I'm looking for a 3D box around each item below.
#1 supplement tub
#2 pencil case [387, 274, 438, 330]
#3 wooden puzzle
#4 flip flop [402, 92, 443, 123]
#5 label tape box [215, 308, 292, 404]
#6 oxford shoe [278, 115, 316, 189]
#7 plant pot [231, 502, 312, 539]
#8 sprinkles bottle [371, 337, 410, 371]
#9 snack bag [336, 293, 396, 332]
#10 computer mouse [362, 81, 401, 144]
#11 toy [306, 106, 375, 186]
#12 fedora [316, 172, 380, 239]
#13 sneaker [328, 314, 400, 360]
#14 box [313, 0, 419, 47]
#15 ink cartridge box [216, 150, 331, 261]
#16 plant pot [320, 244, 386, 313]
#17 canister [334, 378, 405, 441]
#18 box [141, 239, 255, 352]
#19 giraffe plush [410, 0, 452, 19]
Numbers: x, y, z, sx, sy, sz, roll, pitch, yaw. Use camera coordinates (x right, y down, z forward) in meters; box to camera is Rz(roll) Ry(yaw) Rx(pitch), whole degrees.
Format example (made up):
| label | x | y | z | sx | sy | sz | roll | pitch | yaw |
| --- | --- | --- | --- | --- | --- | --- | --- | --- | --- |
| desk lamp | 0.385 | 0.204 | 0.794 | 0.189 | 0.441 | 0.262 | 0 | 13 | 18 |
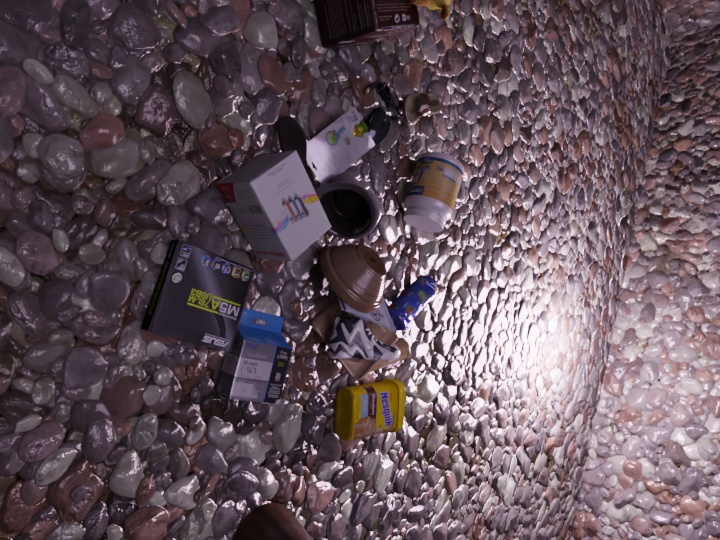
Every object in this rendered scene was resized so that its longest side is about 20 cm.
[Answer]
| label | x | y | z | sx | sy | sz | roll | pitch | yaw |
| --- | --- | --- | --- | --- | --- | --- | --- | --- | --- |
| supplement tub | 0.212 | -0.229 | 1.621 | 0.144 | 0.144 | 0.202 | 30 | 73 | -42 |
| pencil case | 0.151 | 0.098 | 1.638 | 0.087 | 0.078 | 0.200 | 49 | 57 | -2 |
| wooden puzzle | -0.018 | 0.163 | 1.477 | 0.200 | 0.046 | 0.185 | 50 | 57 | -5 |
| flip flop | 0.191 | -0.487 | 1.636 | 0.199 | 0.057 | 0.082 | -25 | 111 | -40 |
| label tape box | -0.237 | 0.199 | 1.281 | 0.143 | 0.063 | 0.202 | 19 | 81 | -44 |
| oxford shoe | -0.165 | -0.265 | 1.311 | 0.071 | 0.071 | 0.202 | -9 | 84 | -37 |
| plant pot | -0.175 | 0.676 | 1.294 | 0.186 | 0.199 | 0.189 | -5 | 97 | -44 |
| sprinkles bottle | 0.055 | 0.244 | 1.568 | 0.199 | 0.068 | 0.069 | -11 | 102 | -44 |
| snack bag | 0.001 | 0.062 | 1.446 | 0.199 | 0.021 | 0.190 | 27 | 31 | -41 |
| computer mouse | 0.043 | -0.426 | 1.505 | 0.200 | 0.046 | 0.141 | -49 | 126 | -29 |
| toy | -0.062 | -0.315 | 1.409 | 0.200 | 0.047 | 0.116 | -42 | 116 | -21 |
| fedora | -0.034 | -0.173 | 1.392 | 0.201 | 0.175 | 0.091 | 67 | 22 | -45 |
| sneaker | 0.013 | 0.163 | 1.418 | 0.197 | 0.079 | 0.131 | 5 | 79 | -17 |
| box | 0.012 | -0.653 | 1.346 | 0.165 | 0.199 | 0.166 | -26 | 111 | -39 |
| ink cartridge box | -0.190 | -0.142 | 1.237 | 0.145 | 0.144 | 0.201 | -43 | 122 | -33 |
| plant pot | 0.000 | 0.000 | 1.398 | 0.200 | 0.093 | 0.202 | 38 | 25 | -21 |
| canister | 0.027 | 0.388 | 1.544 | 0.199 | 0.086 | 0.150 | 2 | 92 | -43 |
| box | -0.340 | 0.059 | 1.180 | 0.199 | 0.047 | 0.195 | 26 | 74 | -42 |
| giraffe plush | 0.165 | -0.680 | 1.268 | 0.163 | 0.198 | 0.174 | 89 | 20 | -55 |
